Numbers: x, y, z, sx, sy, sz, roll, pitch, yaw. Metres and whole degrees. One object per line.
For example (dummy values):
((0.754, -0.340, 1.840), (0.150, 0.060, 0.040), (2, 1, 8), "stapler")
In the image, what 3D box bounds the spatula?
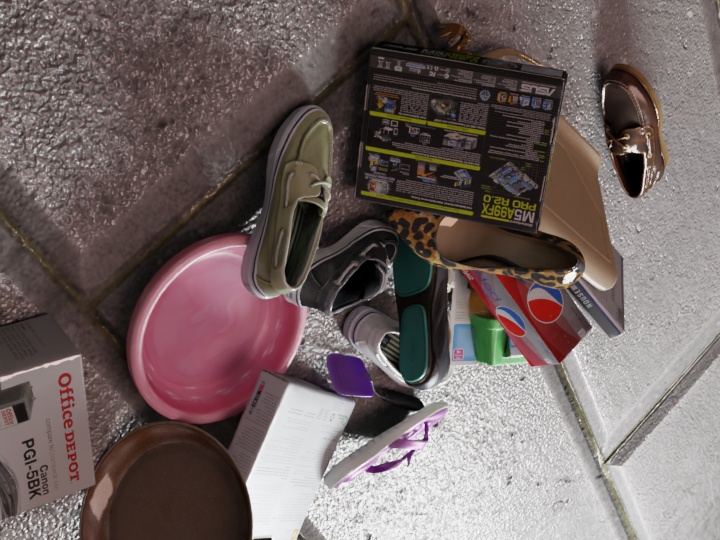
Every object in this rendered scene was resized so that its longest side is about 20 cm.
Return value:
((0.023, 0.142, 1.210), (0.020, 0.057, 0.199), (-32, 146, 19), "spatula")

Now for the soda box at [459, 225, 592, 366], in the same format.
((0.178, 0.013, 1.168), (0.070, 0.063, 0.201), (-40, 98, -23), "soda box")

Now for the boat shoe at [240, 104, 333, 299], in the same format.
((-0.056, -0.066, 0.975), (0.072, 0.061, 0.203), (29, 69, -45), "boat shoe")

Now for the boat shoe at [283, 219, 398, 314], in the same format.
((0.000, 0.000, 1.054), (0.199, 0.067, 0.073), (-23, 132, -59), "boat shoe")

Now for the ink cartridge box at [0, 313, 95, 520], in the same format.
((-0.340, 0.142, 0.872), (0.198, 0.083, 0.149), (-17, 121, -32), "ink cartridge box")

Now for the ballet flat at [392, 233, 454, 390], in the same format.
((0.074, 0.035, 1.134), (0.072, 0.072, 0.203), (15, 68, -43), "ballet flat")

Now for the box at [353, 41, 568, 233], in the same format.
((0.099, -0.136, 1.028), (0.044, 0.197, 0.163), (-55, 154, -64), "box")

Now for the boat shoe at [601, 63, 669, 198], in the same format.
((0.348, -0.173, 1.292), (0.070, 0.070, 0.201), (-49, 134, -14), "boat shoe")

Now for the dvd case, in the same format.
((0.251, -0.034, 1.203), (0.025, 0.151, 0.200), (-30, 114, 31), "dvd case")

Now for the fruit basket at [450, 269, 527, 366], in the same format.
((0.193, 0.016, 1.245), (0.183, 0.093, 0.203), (-1, 103, -30), "fruit basket")

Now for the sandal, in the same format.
((0.038, 0.223, 1.226), (0.201, 0.050, 0.083), (-25, 165, -36), "sandal")

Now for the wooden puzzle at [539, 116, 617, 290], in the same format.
((0.229, -0.096, 1.172), (0.184, 0.037, 0.202), (34, 45, -34), "wooden puzzle")

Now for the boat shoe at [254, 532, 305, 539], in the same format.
((-0.127, 0.326, 1.157), (0.200, 0.066, 0.072), (28, 92, -45), "boat shoe")

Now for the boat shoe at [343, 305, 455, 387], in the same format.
((0.058, 0.107, 1.198), (0.199, 0.067, 0.074), (26, 95, -44), "boat shoe")

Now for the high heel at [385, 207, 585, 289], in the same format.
((0.131, -0.033, 1.045), (0.197, 0.142, 0.072), (19, 83, -14), "high heel")

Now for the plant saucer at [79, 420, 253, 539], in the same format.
((-0.187, 0.251, 0.991), (0.202, 0.199, 0.032), (-60, 157, 3), "plant saucer")

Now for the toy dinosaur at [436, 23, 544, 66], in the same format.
((0.112, -0.218, 1.094), (0.199, 0.061, 0.107), (-37, 155, -13), "toy dinosaur")

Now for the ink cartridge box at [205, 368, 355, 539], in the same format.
((-0.092, 0.216, 1.086), (0.202, 0.043, 0.196), (-65, 157, -4), "ink cartridge box")

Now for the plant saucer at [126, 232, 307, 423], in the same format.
((-0.147, 0.054, 1.011), (0.199, 0.051, 0.203), (-19, 122, -32), "plant saucer")
